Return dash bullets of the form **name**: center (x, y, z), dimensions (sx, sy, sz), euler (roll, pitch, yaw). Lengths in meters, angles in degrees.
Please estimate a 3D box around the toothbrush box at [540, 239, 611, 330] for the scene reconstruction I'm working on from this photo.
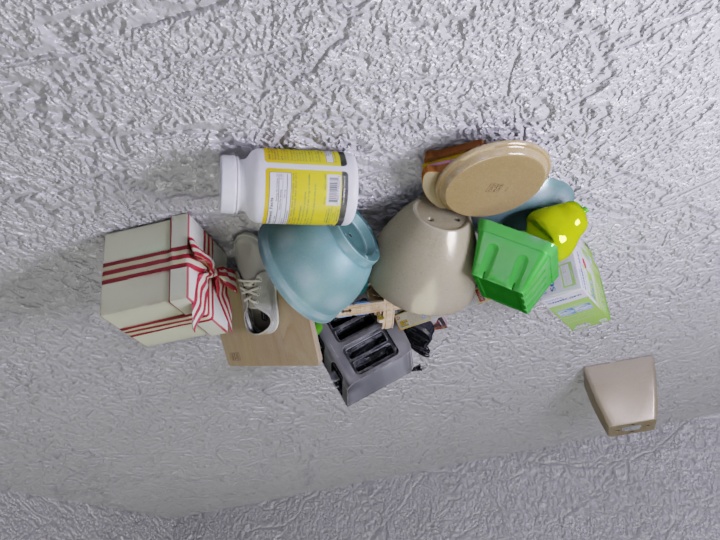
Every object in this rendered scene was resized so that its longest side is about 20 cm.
- **toothbrush box**: center (0.407, 0.014, 1.494), dimensions (0.086, 0.146, 0.200), euler (-20, 149, 27)

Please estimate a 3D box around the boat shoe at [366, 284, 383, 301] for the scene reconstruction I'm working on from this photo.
- **boat shoe**: center (0.108, 0.020, 1.544), dimensions (0.199, 0.072, 0.065), euler (-11, -171, -7)

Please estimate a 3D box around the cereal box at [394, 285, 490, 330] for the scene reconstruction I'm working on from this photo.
- **cereal box**: center (0.182, 0.063, 1.539), dimensions (0.199, 0.040, 0.144), euler (-20, 180, 27)

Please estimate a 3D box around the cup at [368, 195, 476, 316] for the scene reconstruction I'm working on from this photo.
- **cup**: center (0.120, -0.043, 1.307), dimensions (0.199, 0.201, 0.144), euler (3, 130, -16)

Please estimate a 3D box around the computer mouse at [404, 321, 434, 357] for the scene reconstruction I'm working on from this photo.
- **computer mouse**: center (0.105, 0.123, 1.718), dimensions (0.140, 0.046, 0.200), euler (28, 162, 13)

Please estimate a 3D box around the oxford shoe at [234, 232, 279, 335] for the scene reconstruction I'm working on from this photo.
- **oxford shoe**: center (-0.190, 0.030, 1.384), dimensions (0.075, 0.201, 0.058), euler (1, -159, 23)

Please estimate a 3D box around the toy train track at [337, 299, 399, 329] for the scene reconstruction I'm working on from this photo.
- **toy train track**: center (0.016, 0.077, 1.457), dimensions (0.199, 0.033, 0.115), euler (-6, 123, -12)

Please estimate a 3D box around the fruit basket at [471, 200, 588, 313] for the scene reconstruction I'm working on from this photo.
- **fruit basket**: center (0.286, -0.043, 1.301), dimensions (0.155, 0.216, 0.216), euler (22, 160, 20)

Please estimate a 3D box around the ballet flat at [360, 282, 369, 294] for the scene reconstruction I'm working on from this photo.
- **ballet flat**: center (0.000, 0.000, 1.450), dimensions (0.069, 0.070, 0.200), euler (3, 163, -17)

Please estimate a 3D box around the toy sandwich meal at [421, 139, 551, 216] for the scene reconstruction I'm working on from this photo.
- **toy sandwich meal**: center (0.198, -0.156, 1.210), dimensions (0.204, 0.070, 0.205), euler (-8, 150, -5)

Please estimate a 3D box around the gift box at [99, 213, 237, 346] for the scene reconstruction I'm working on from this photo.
- **gift box**: center (-0.323, 0.035, 1.336), dimensions (0.186, 0.201, 0.185), euler (-13, 157, 11)

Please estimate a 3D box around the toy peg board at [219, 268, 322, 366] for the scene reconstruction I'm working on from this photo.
- **toy peg board**: center (-0.172, 0.074, 1.486), dimensions (0.198, 0.098, 0.201), euler (-3, 112, 21)

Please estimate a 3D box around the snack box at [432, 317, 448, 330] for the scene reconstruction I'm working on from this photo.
- **snack box**: center (0.142, 0.091, 1.724), dimensions (0.072, 0.024, 0.200), euler (-11, 153, 14)

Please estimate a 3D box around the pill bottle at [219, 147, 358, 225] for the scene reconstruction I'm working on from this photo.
- **pill bottle**: center (-0.110, -0.126, 1.149), dimensions (0.199, 0.113, 0.113), euler (1, 152, -13)

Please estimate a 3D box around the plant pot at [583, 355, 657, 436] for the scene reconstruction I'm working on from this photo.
- **plant pot**: center (0.777, 0.381, 2.257), dimensions (0.199, 0.178, 0.200), euler (-12, 153, 12)

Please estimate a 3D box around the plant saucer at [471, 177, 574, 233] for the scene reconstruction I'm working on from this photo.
- **plant saucer**: center (0.285, -0.096, 1.370), dimensions (0.200, 0.039, 0.201), euler (-5, 154, -2)

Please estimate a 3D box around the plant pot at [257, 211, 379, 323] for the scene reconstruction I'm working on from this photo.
- **plant pot**: center (-0.054, -0.033, 1.273), dimensions (0.134, 0.201, 0.200), euler (-34, 144, 23)

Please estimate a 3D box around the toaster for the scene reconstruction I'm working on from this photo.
- **toaster**: center (0.010, 0.161, 1.627), dimensions (0.199, 0.181, 0.119), euler (-26, 153, -10)
